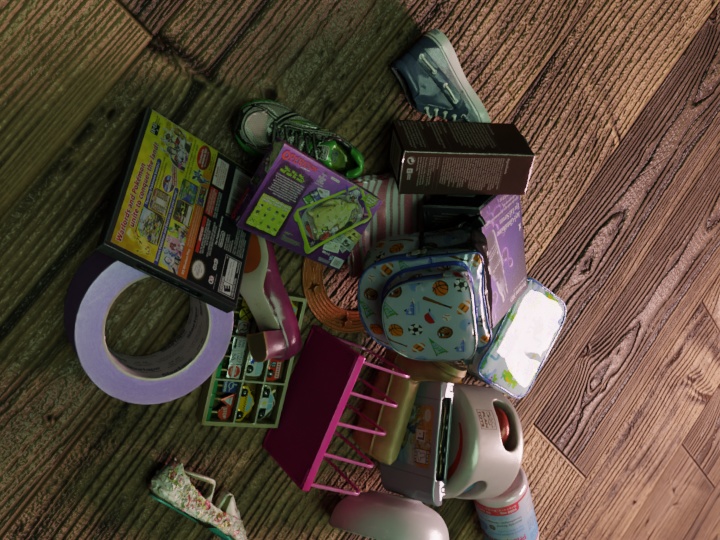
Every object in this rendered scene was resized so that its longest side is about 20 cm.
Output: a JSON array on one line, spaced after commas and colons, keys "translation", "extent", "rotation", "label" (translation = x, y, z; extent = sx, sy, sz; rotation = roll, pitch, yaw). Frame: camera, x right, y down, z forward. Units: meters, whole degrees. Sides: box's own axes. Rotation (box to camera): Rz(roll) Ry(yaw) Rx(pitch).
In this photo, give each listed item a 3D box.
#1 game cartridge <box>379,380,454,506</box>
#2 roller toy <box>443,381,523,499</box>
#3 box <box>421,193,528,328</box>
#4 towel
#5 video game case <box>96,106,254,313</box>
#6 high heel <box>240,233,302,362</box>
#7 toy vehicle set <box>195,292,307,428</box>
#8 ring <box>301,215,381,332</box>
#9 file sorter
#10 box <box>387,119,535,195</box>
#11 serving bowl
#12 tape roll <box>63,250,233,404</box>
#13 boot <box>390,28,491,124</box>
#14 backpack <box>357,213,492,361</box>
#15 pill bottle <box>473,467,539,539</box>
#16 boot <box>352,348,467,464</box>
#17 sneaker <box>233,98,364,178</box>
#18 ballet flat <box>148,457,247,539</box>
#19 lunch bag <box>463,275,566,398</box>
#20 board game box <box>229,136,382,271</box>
[{"translation": [0.087, 0.262, 1.140], "extent": [0.041, 0.132, 0.204], "rotation": [12, 81, -45], "label": "game cartridge"}, {"translation": [0.167, 0.281, 1.176], "extent": [0.138, 0.182, 0.204], "rotation": [11, 98, -32], "label": "roller toy"}, {"translation": [0.185, -0.034, 1.117], "extent": [0.148, 0.103, 0.204], "rotation": [-38, 125, -45], "label": "box"}, {"translation": [0.062, -0.075, 1.083], "extent": [0.197, 0.030, 0.149], "rotation": [-12, 107, -34], "label": "towel"}, {"translation": [-0.213, -0.074, 0.868], "extent": [0.179, 0.025, 0.203], "rotation": [31, 51, -35], "label": "video game case"}, {"translation": [-0.125, 0.024, 0.980], "extent": [0.096, 0.066, 0.205], "rotation": [-5, 93, -62], "label": "high heel"}, {"translation": [-0.157, 0.127, 1.023], "extent": [0.122, 0.026, 0.204], "rotation": [9, 99, -33], "label": "toy vehicle set"}, {"translation": [0.000, 0.000, 1.092], "extent": [0.197, 0.019, 0.205], "rotation": [-10, 109, -30], "label": "ring"}, {"translation": [-0.032, 0.212, 1.059], "extent": [0.124, 0.138, 0.203], "rotation": [23, 91, -35], "label": "file sorter"}, {"translation": [0.145, -0.167, 1.042], "extent": [0.196, 0.101, 0.076], "rotation": [-1, 128, -9], "label": "box"}, {"translation": [0.051, 0.398, 1.141], "extent": [0.198, 0.198, 0.067], "rotation": [24, 70, -34], "label": "serving bowl"}, {"translation": [-0.268, 0.060, 0.901], "extent": [0.197, 0.085, 0.204], "rotation": [-9, 108, -29], "label": "tape roll"}, {"translation": [0.124, -0.255, 1.075], "extent": [0.090, 0.073, 0.201], "rotation": [-38, 114, -7], "label": "boot"}, {"translation": [0.089, 0.037, 1.003], "extent": [0.155, 0.187, 0.204], "rotation": [-59, 143, -59], "label": "backpack"}, {"translation": [0.280, 0.473, 1.346], "extent": [0.108, 0.108, 0.203], "rotation": [-28, 116, -22], "label": "pill bottle"}, {"translation": [0.074, 0.207, 1.097], "extent": [0.065, 0.175, 0.204], "rotation": [14, 99, -33], "label": "boot"}, {"translation": [-0.078, -0.176, 0.953], "extent": [0.197, 0.085, 0.080], "rotation": [12, 97, -33], "label": "sneaker"}, {"translation": [-0.220, 0.339, 1.020], "extent": [0.200, 0.075, 0.064], "rotation": [50, 61, -35], "label": "ballet flat"}, {"translation": [0.272, 0.116, 1.257], "extent": [0.160, 0.082, 0.203], "rotation": [30, 87, -33], "label": "lunch bag"}, {"translation": [-0.067, -0.082, 0.941], "extent": [0.199, 0.032, 0.121], "rotation": [25, 106, -46], "label": "board game box"}]
